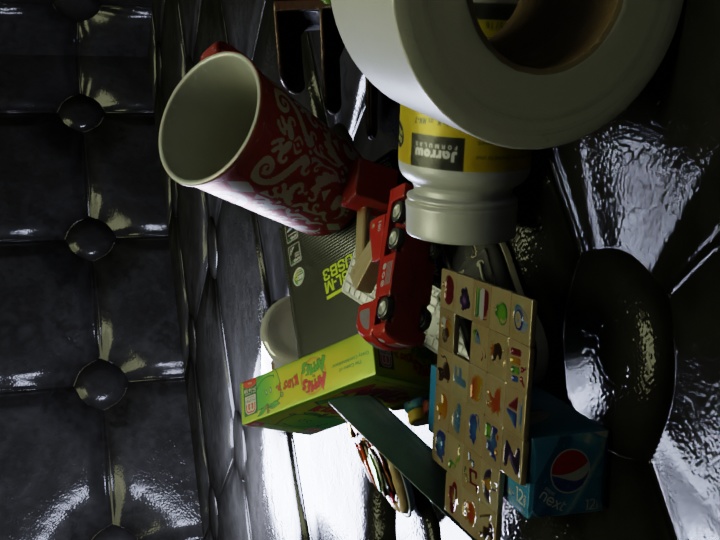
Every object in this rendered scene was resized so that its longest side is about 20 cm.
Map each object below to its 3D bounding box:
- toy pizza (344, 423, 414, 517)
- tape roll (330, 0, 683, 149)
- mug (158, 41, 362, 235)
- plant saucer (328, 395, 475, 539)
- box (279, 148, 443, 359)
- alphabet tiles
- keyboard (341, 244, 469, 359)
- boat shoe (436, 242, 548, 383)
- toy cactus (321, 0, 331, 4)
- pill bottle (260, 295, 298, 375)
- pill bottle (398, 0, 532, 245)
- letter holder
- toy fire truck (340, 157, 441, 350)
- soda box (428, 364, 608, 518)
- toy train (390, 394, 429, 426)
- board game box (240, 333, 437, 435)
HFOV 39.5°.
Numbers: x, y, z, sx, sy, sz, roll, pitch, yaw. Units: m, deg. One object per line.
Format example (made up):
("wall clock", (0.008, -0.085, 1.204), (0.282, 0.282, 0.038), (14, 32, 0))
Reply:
("toy pizza", (0.008, 0.192, 1.154), (0.200, 0.031, 0.203), (158, 91, -79))
("tape roll", (0.091, -0.192, 0.657), (0.139, 0.199, 0.206), (-135, 45, -65))
("mug", (-0.086, -0.138, 1.029), (0.132, 0.199, 0.181), (-3, 72, 36))
("plant saucer", (0.052, 0.182, 0.957), (0.200, 0.036, 0.200), (43, 173, 6))
("box", (0.000, 0.000, 1.088), (0.199, 0.047, 0.196), (-29, 59, 38))
("alphabet tiles", (0.093, 0.110, 0.793), (0.167, 0.007, 0.204), (-156, 67, -70))
("keyboard", (0.050, 0.034, 0.991), (0.199, 0.011, 0.057), (32, 102, 44))
("boat shoe", (0.101, 0.019, 0.882), (0.201, 0.062, 0.073), (-111, 26, -46))
("toy cactus", (0.033, -0.285, 0.915), (0.200, 0.165, 0.102), (44, 146, 2))
("pill bottle", (-0.083, 0.133, 1.388), (0.201, 0.112, 0.116), (98, 161, -54))
("pill bottle", (0.087, -0.130, 0.822), (0.114, 0.112, 0.204), (-144, 53, -67))
("letter holder", (-0.031, -0.215, 1.107), (0.200, 0.099, 0.145), (-69, -23, -82))
("toy fire truck", (0.022, -0.019, 0.962), (0.141, 0.048, 0.204), (-22, 56, 60))
("soda box", (0.122, 0.131, 0.823), (0.200, 0.067, 0.065), (-151, 60, -70))
("toy train", (0.036, 0.088, 1.112), (0.200, 0.055, 0.153), (-146, 55, -69))
("board game box", (-0.023, 0.119, 1.034), (0.198, 0.101, 0.048), (-25, 60, 39))
